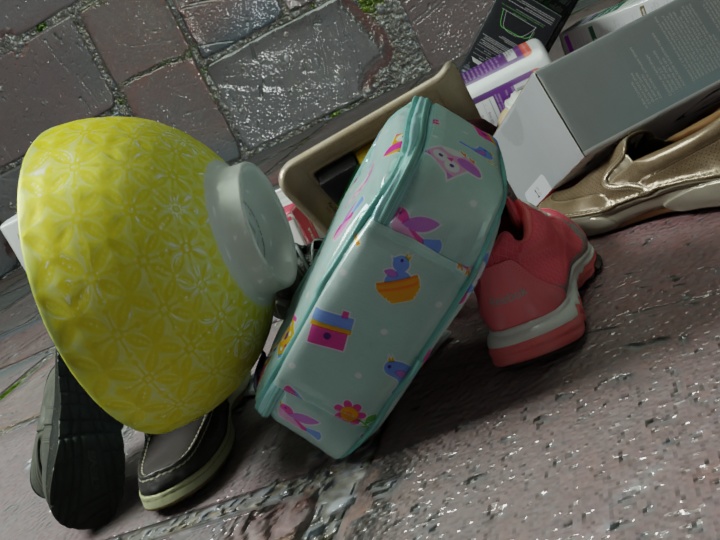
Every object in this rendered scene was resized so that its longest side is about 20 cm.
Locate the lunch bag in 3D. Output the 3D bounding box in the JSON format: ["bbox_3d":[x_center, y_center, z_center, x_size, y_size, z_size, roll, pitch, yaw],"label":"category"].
[{"bbox_3d":[0.009,0.001,0.540,0.201,0.077,0.161,-59,9,25],"label":"lunch bag"}]

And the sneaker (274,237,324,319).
[{"bbox_3d":[0.000,0.000,0.668,0.113,0.077,0.199,-13,-6,-36],"label":"sneaker"}]

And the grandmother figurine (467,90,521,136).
[{"bbox_3d":[0.101,-0.098,0.857,0.199,0.121,0.061,-38,53,17],"label":"grandmother figurine"}]

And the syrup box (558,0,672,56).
[{"bbox_3d":[0.381,-0.331,1.231,0.199,0.082,0.079,-11,20,45],"label":"syrup box"}]

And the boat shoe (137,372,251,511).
[{"bbox_3d":[-0.128,0.095,0.652,0.073,0.065,0.200,-24,18,7],"label":"boat shoe"}]

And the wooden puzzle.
[{"bbox_3d":[0.037,-0.099,0.901,0.199,0.037,0.185,-33,-30,8],"label":"wooden puzzle"}]

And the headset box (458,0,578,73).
[{"bbox_3d":[0.211,-0.308,1.277,0.201,0.092,0.174,-63,-7,33],"label":"headset box"}]

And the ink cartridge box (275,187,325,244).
[{"bbox_3d":[-0.104,-0.033,1.048,0.145,0.085,0.200,-23,16,15],"label":"ink cartridge box"}]

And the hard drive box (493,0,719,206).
[{"bbox_3d":[0.220,-0.142,0.739,0.199,0.077,0.156,-28,-9,-9],"label":"hard drive box"}]

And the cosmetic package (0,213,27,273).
[{"bbox_3d":[-0.323,-0.019,1.163,0.166,0.201,0.166,-26,13,-2],"label":"cosmetic package"}]

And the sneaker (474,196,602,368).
[{"bbox_3d":[0.109,-0.018,0.585,0.073,0.087,0.200,-21,15,19],"label":"sneaker"}]

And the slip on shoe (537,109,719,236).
[{"bbox_3d":[0.204,-0.072,0.653,0.076,0.061,0.199,-35,14,-31],"label":"slip on shoe"}]

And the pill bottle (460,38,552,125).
[{"bbox_3d":[0.143,-0.185,1.083,0.199,0.112,0.112,-24,14,10],"label":"pill bottle"}]

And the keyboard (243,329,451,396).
[{"bbox_3d":[-0.021,0.071,0.673,0.199,0.011,0.056,-14,24,45],"label":"keyboard"}]

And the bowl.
[{"bbox_3d":[-0.103,-0.012,0.554,0.107,0.202,0.200,-19,15,14],"label":"bowl"}]

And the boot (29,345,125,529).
[{"bbox_3d":[-0.206,0.078,0.656,0.067,0.202,0.130,13,-4,-30],"label":"boot"}]
